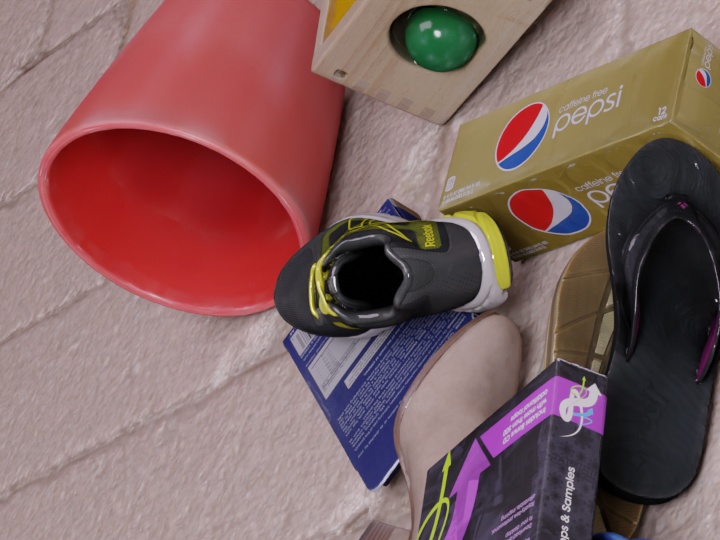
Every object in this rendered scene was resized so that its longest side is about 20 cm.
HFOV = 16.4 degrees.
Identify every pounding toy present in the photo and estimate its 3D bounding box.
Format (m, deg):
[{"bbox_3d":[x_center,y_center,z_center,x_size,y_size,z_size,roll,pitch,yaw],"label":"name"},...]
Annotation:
[{"bbox_3d":[0.039,-0.208,1.602,0.184,0.141,0.201,-48,27,49],"label":"pounding toy"}]

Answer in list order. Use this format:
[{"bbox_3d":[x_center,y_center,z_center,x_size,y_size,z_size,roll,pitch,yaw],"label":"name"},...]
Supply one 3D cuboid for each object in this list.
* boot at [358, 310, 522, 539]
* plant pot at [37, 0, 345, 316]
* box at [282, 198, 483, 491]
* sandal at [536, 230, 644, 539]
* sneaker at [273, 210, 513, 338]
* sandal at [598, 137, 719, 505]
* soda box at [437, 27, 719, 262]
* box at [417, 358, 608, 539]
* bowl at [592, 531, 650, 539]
[{"bbox_3d":[0.072,0.126,1.363,0.146,0.070,0.201,17,79,55],"label":"boot"},{"bbox_3d":[-0.100,-0.096,1.734,0.200,0.200,0.178,-26,32,46],"label":"plant pot"},{"bbox_3d":[0.022,0.049,1.540,0.121,0.032,0.200,-53,28,12],"label":"box"},{"bbox_3d":[0.128,0.064,1.326,0.054,0.080,0.201,115,172,-65],"label":"sandal"},{"bbox_3d":[0.000,0.000,1.477,0.199,0.084,0.075,-15,84,52],"label":"sneaker"},{"bbox_3d":[0.163,0.021,1.294,0.048,0.075,0.202,114,165,-67],"label":"sandal"},{"bbox_3d":[0.136,-0.069,1.430,0.199,0.068,0.064,-21,45,49],"label":"soda box"},{"bbox_3d":[0.064,0.161,1.220,0.143,0.036,0.201,-46,29,51],"label":"box"},{"bbox_3d":[0.095,0.217,1.201,0.201,0.039,0.201,-57,14,22],"label":"bowl"}]
